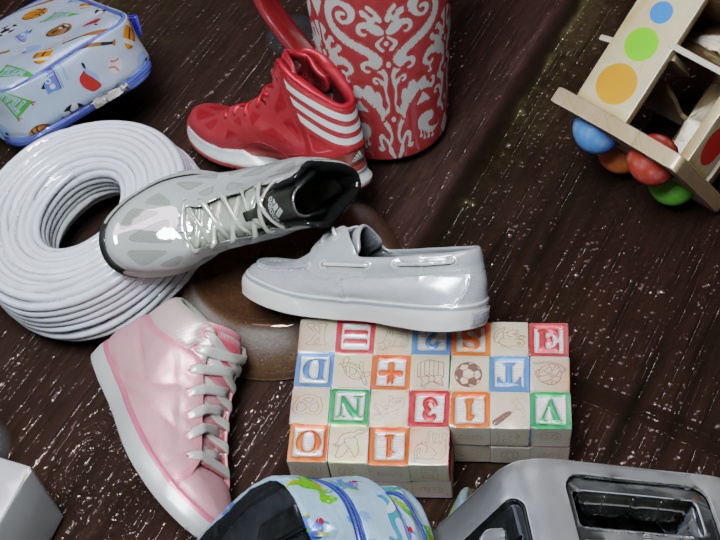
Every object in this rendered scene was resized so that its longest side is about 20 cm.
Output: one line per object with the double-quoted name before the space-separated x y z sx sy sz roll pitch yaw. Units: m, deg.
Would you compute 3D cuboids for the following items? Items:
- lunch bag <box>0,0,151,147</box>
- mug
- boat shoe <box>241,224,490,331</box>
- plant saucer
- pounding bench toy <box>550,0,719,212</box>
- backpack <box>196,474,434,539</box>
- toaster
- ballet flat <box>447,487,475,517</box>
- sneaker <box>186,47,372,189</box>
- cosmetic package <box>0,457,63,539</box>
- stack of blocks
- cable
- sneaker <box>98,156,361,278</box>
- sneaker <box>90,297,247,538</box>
"lunch bag" -0.281 -0.189 1.136 0.160 0.076 0.200 -34 35 -18
"mug" 0.005 -0.215 1.054 0.133 0.201 0.177 -34 52 -23
"boat shoe" 0.000 0.000 0.910 0.199 0.069 0.072 8 13 33
"plant saucer" -0.065 -0.004 1.018 0.199 0.037 0.202 -4 52 6
"pounding bench toy" 0.269 -0.132 1.012 0.124 0.200 0.157 37 98 33
"backpack" -0.040 0.205 0.757 0.152 0.201 0.164 0 49 -19
"toaster" 0.153 0.220 0.719 0.198 0.119 0.182 9 49 -20
"ballet flat" 0.067 0.236 0.801 0.074 0.075 0.201 -10 49 2
"sneaker" -0.072 -0.144 1.053 0.199 0.116 0.078 19 36 31
"cosmetic package" -0.305 0.225 0.854 0.107 0.085 0.201 14 56 18
"stack of blocks" 0.052 0.100 0.900 0.198 0.059 0.116 0 57 6
"cable" -0.222 -0.039 1.025 0.199 0.069 0.200 -31 51 -2
"sneaker" -0.092 -0.050 0.919 0.199 0.115 0.076 -18 93 -20
"sneaker" -0.122 0.099 0.913 0.104 0.075 0.201 -38 51 3
